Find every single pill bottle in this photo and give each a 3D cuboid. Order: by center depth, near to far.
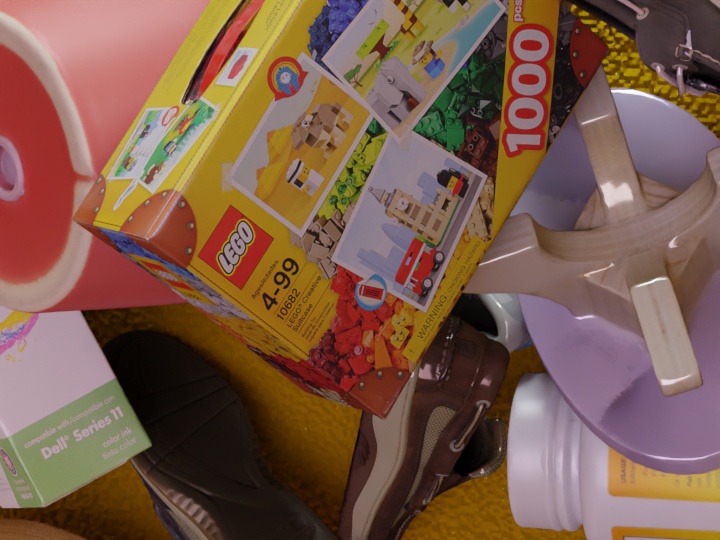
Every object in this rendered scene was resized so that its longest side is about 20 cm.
[{"bbox_3d":[0.176,0.092,1.457,0.199,0.109,0.110,2,105,15],"label":"pill bottle"}]

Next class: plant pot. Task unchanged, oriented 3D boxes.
[{"bbox_3d":[-0.101,-0.067,1.393,0.200,0.177,0.201,20,118,44],"label":"plant pot"}]

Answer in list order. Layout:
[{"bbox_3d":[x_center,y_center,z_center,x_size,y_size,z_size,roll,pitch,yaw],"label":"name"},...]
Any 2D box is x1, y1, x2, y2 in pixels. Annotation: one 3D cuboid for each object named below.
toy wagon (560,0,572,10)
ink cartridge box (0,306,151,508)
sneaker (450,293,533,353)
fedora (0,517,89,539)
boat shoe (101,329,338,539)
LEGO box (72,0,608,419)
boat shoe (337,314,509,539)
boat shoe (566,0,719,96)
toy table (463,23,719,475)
[{"bbox_3d":[0.007,-0.141,1.459,0.199,0.040,0.156,-15,115,18],"label":"toy wagon"},{"bbox_3d":[-0.189,0.016,1.487,0.067,0.117,0.201,-29,94,-17],"label":"ink cartridge box"},{"bbox_3d":[0.000,0.000,1.495,0.199,0.087,0.075,12,109,14],"label":"sneaker"},{"bbox_3d":[-0.167,0.213,1.599,0.200,0.082,0.201,4,109,11],"label":"fedora"},{"bbox_3d":[-0.076,0.120,1.540,0.201,0.072,0.066,49,148,23],"label":"boat shoe"},{"bbox_3d":[-0.006,-0.061,1.303,0.149,0.077,0.200,38,77,-30],"label":"LEGO box"},{"bbox_3d":[0.034,0.090,1.475,0.075,0.075,0.203,13,151,1],"label":"boat shoe"},{"bbox_3d":[0.126,-0.116,1.341,0.057,0.067,0.200,-49,55,4],"label":"boat shoe"},{"bbox_3d":[0.128,-0.014,1.389,0.183,0.117,0.200,-29,65,0],"label":"toy table"}]
